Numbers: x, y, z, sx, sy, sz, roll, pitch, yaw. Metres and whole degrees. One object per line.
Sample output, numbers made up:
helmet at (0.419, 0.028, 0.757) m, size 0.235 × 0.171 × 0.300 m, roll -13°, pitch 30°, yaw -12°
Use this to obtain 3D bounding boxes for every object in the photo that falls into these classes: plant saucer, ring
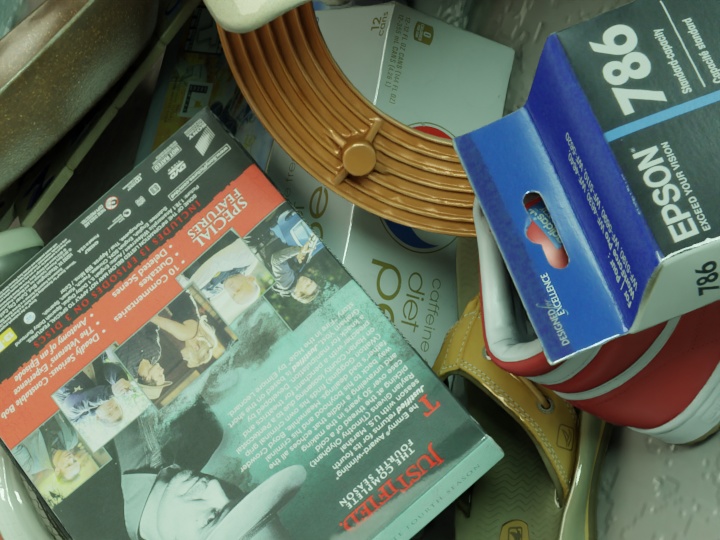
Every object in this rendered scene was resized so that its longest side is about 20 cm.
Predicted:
plant saucer at (-0.151, -0.066, 1.224) m, size 0.200 × 0.037 × 0.200 m, roll -41°, pitch 12°, yaw 10°
ring at (0.046, -0.107, 1.034) m, size 0.201 × 0.200 × 0.019 m, roll -62°, pitch 10°, yaw 13°

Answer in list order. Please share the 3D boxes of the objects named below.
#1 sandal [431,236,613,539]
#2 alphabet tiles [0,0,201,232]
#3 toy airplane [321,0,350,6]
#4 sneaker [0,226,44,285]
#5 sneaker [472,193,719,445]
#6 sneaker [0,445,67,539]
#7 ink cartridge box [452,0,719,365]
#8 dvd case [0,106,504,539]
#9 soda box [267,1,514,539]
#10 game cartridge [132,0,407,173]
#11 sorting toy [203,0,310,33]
sandal at (0.051, 0.059, 1.067) m, size 0.080 × 0.054 × 0.201 m, roll -14°, pitch 66°, yaw 49°
alphabet tiles at (-0.139, -0.069, 1.313) m, size 0.200 × 0.008 × 0.167 m, roll -53°, pitch 20°, yaw 7°
toy airplane at (-0.038, -0.195, 1.119) m, size 0.199 × 0.199 × 0.142 m, roll 91°, pitch -166°, yaw -75°
sneaker at (-0.167, 0.069, 1.253) m, size 0.106 × 0.075 × 0.200 m, roll 58°, pitch 139°, yaw 18°
sneaker at (0.112, -0.041, 0.983) m, size 0.071 × 0.112 × 0.201 m, roll 37°, pitch 105°, yaw 50°
sneaker at (-0.083, 0.114, 1.153) m, size 0.082 × 0.078 × 0.200 m, roll -35°, pitch 88°, yaw 10°
ink cartridge box at (0.133, -0.052, 0.926) m, size 0.199 × 0.039 × 0.100 m, roll -23°, pitch 57°, yaw -1°
dvd case at (-0.058, 0.047, 1.081) m, size 0.146 × 0.022 × 0.200 m, roll -41°, pitch 54°, yaw 0°
soda box at (0.000, 0.000, 1.142) m, size 0.064 × 0.068 × 0.201 m, roll 2°, pitch 78°, yaw 52°
game cartridge at (-0.042, -0.067, 1.247) m, size 0.133 × 0.041 × 0.201 m, roll 10°, pitch 84°, yaw 56°
sorting toy at (0.004, -0.197, 0.989) m, size 0.199 × 0.036 × 0.186 m, roll -26°, pitch 72°, yaw -7°
